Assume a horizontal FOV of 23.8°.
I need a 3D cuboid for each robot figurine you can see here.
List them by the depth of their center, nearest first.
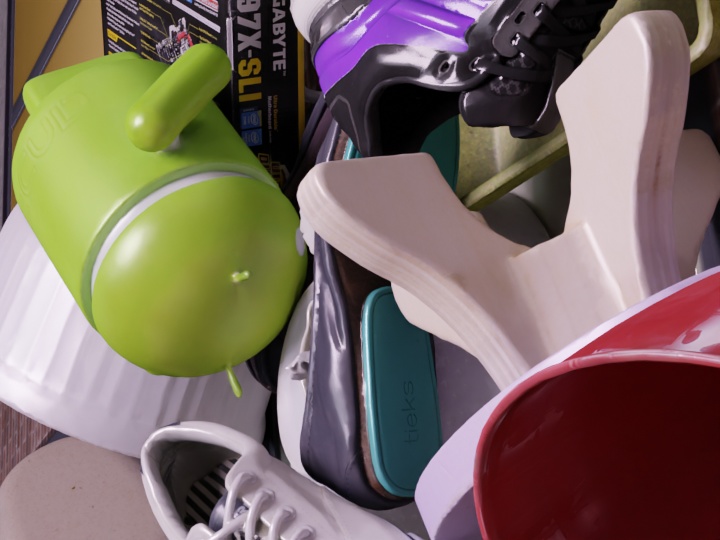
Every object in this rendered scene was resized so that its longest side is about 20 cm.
[{"bbox_3d":[-0.103,-0.028,0.865,0.200,0.115,0.176,51,148,39],"label":"robot figurine"}]

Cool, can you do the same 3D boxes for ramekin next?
[{"bbox_3d":[-0.137,0.029,1.030,0.098,0.200,0.200,-67,27,11],"label":"ramekin"}]

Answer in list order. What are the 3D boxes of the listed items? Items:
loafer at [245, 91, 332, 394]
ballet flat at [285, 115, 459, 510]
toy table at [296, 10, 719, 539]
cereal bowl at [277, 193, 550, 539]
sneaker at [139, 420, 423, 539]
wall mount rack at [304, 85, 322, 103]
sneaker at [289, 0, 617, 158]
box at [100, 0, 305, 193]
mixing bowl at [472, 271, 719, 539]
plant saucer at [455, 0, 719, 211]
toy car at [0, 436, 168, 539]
[{"bbox_3d":[-0.015,-0.017,0.915,0.063,0.071,0.201,-127,52,-64],"label":"loafer"},{"bbox_3d":[0.000,0.000,0.727,0.073,0.073,0.201,171,101,-65],"label":"ballet flat"},{"bbox_3d":[0.073,0.010,0.609,0.200,0.183,0.118,-40,62,40],"label":"toy table"},{"bbox_3d":[0.015,0.053,0.816,0.200,0.083,0.201,-170,90,-66],"label":"cereal bowl"},{"bbox_3d":[-0.031,0.114,0.672,0.200,0.071,0.073,19,76,55],"label":"sneaker"},{"bbox_3d":[-0.008,-0.195,0.965,0.200,0.074,0.175,-54,40,46],"label":"wall mount rack"},{"bbox_3d":[0.066,-0.101,0.632,0.200,0.069,0.100,-31,60,32],"label":"sneaker"},{"bbox_3d":[-0.095,-0.121,0.991,0.200,0.049,0.161,35,130,54],"label":"box"},{"bbox_3d":[0.141,0.066,0.451,0.108,0.200,0.200,-45,4,-32],"label":"mixing bowl"},{"bbox_3d":[0.088,-0.134,0.736,0.199,0.048,0.201,-33,53,51],"label":"plant saucer"},{"bbox_3d":[-0.145,0.219,1.074,0.177,0.184,0.201,43,155,52],"label":"toy car"}]
